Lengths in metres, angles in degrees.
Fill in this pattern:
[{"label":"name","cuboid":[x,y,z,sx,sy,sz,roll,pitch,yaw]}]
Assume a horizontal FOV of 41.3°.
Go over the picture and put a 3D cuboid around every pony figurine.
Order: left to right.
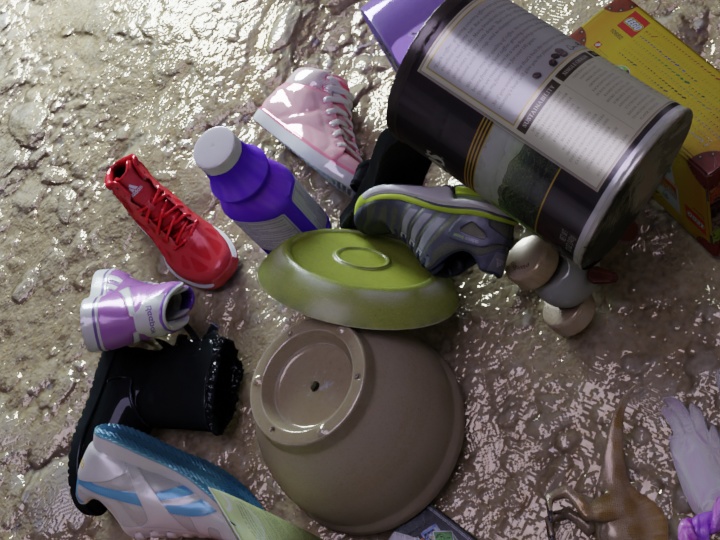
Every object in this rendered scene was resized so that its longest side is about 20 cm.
[{"label":"pony figurine","cuboid":[0.310,0.179,0.721,0.197,0.167,0.196,-4,71,5]}]

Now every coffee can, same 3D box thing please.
[{"label":"coffee can","cuboid":[0.140,-0.117,0.768,0.199,0.146,0.147,37,84,20]}]

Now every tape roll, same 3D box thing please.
[{"label":"tape roll","cuboid":[0.086,-0.201,0.963,0.084,0.200,0.201,-33,57,7]}]

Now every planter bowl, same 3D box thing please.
[{"label":"planter bowl","cuboid":[-0.019,0.124,0.879,0.198,0.135,0.203,-15,55,22]}]

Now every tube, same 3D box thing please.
[{"label":"tube","cuboid":[-0.065,0.240,0.816,0.057,0.200,0.053,1,63,24]}]

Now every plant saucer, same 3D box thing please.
[{"label":"plant saucer","cuboid":[0.000,0.000,0.920,0.198,0.199,0.031,21,115,31]}]

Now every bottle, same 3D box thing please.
[{"label":"bottle","cuboid":[-0.102,-0.076,0.988,0.082,0.200,0.066,-1,65,25]}]

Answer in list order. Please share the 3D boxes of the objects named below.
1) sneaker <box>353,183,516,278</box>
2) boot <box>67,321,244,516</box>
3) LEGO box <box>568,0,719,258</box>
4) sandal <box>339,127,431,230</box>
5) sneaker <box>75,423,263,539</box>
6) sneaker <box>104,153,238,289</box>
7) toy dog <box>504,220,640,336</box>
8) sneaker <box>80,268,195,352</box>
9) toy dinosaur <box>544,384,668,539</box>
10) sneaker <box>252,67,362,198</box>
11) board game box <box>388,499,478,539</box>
[{"label":"sneaker","cuboid":[0.063,-0.036,0.895,0.199,0.073,0.082,4,84,50]},{"label":"boot","cuboid":[-0.211,0.156,1.002,0.160,0.073,0.201,-5,60,22]},{"label":"LEGO box","cuboid":[0.282,-0.131,0.870,0.077,0.149,0.201,-37,57,2]},{"label":"sandal","cuboid":[0.028,-0.096,0.961,0.074,0.201,0.049,-3,63,-20]},{"label":"sneaker","cuboid":[-0.182,0.226,0.933,0.198,0.076,0.082,26,96,6]},{"label":"sneaker","cuboid":[-0.229,-0.059,1.088,0.199,0.116,0.079,34,82,33]},{"label":"toy dog","cuboid":[0.209,-0.043,0.887,0.096,0.131,0.203,-9,70,45]},{"label":"sneaker","cuboid":[-0.236,0.039,1.043,0.113,0.074,0.201,-12,16,-8]},{"label":"toy dinosaur","cuboid":[0.207,0.206,0.806,0.100,0.058,0.203,-7,70,4]},{"label":"sneaker","cuboid":[-0.034,-0.164,1.074,0.105,0.075,0.200,-49,52,2]},{"label":"board game box","cuboid":[0.097,0.295,0.821,0.199,0.023,0.105,33,80,34]}]
